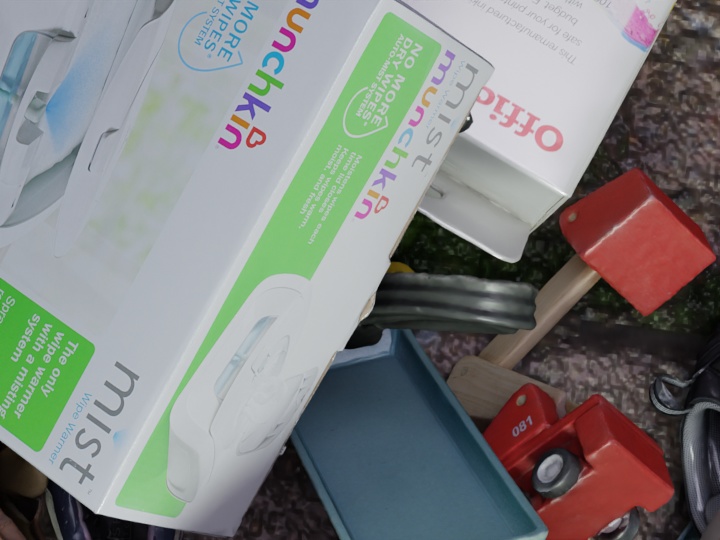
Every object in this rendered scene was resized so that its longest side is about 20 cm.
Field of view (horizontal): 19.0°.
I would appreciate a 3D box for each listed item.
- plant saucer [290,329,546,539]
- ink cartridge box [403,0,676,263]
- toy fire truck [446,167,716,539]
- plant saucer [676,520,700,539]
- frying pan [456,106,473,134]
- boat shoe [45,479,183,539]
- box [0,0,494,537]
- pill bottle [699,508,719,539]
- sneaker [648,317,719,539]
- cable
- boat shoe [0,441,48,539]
[{"bbox_3d":[0.011,0.071,0.841,0.069,0.200,0.019,-12,112,-10],"label":"plant saucer"},{"bbox_3d":[0.055,-0.111,0.911,0.128,0.125,0.201,31,78,-1],"label":"ink cartridge box"},{"bbox_3d":[0.067,0.064,0.894,0.200,0.141,0.049,-39,123,19],"label":"toy fire truck"},{"bbox_3d":[0.129,0.180,0.921,0.070,0.019,0.200,39,76,1],"label":"plant saucer"},{"bbox_3d":[-0.037,-0.050,0.854,0.031,0.116,0.190,-26,45,-37],"label":"frying pan"},{"bbox_3d":[-0.099,0.032,0.880,0.074,0.093,0.201,-5,80,-9],"label":"boat shoe"},{"bbox_3d":[-0.080,-0.034,0.781,0.176,0.097,0.201,33,95,30],"label":"box"},{"bbox_3d":[0.230,0.159,0.835,0.199,0.111,0.112,11,78,-6],"label":"pill bottle"},{"bbox_3d":[0.208,0.097,0.906,0.114,0.076,0.200,-38,80,-32],"label":"sneaker"},{"bbox_3d":[0.000,0.000,0.842,0.097,0.200,0.051,15,79,-17],"label":"cable"},{"bbox_3d":[-0.149,0.080,0.828,0.072,0.200,0.072,-38,128,5],"label":"boat shoe"}]
